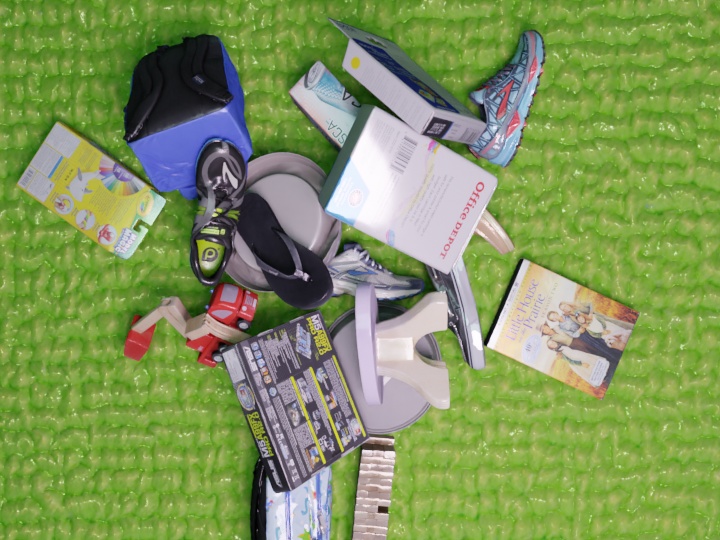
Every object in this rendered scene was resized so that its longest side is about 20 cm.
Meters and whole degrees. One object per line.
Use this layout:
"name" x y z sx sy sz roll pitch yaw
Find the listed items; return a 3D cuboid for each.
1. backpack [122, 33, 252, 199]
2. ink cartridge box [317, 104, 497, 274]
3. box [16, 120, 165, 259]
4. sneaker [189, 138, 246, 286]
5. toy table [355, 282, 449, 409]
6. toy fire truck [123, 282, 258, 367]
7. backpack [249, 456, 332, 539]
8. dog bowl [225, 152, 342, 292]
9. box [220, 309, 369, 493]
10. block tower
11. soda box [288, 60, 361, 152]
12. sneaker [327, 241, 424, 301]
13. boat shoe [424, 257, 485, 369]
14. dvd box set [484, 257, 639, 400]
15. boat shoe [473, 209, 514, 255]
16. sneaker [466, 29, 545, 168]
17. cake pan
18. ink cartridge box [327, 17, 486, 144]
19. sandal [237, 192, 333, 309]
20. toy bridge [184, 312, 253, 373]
"backpack" -0.239 -0.217 0.902 0.159 0.169 0.203 -16 54 -2
"ink cartridge box" 0.062 -0.107 0.858 0.197 0.085 0.147 26 99 -17
"box" -0.396 -0.116 0.962 0.198 0.048 0.118 36 90 1
"sneaker" -0.186 -0.071 0.844 0.069 0.083 0.204 4 113 -22
"toy table" 0.060 0.102 0.864 0.114 0.202 0.187 -2 55 5
"toy fire truck" -0.248 0.077 0.925 0.139 0.049 0.200 26 131 -20
"backpack" -0.102 0.349 0.928 0.151 0.163 0.204 -15 84 -8
"dog bowl" -0.115 -0.064 0.930 0.196 0.059 0.205 -4 77 17
"box" -0.086 0.174 0.883 0.044 0.159 0.204 -24 87 43
"block tower" 0.017 0.356 0.969 0.053 0.058 0.205 5 90 -1
"soda box" -0.015 -0.209 0.954 0.068 0.064 0.200 -44 92 1
"sneaker" 0.000 0.000 0.954 0.195 0.077 0.087 5 87 -1
"boat shoe" 0.137 0.053 0.964 0.069 0.072 0.204 -15 81 9
"dvd box set" 0.306 0.088 0.978 0.197 0.029 0.149 25 91 -1
"boat shoe" 0.143 -0.085 0.958 0.199 0.071 0.065 42 96 8
"sneaker" 0.210 -0.263 0.947 0.094 0.079 0.204 16 91 1
"cake pan" 0.029 0.151 0.974 0.195 0.037 0.205 0 92 0
"ink cartridge box" 0.061 -0.254 0.878 0.200 0.196 0.047 44 116 18
"sandal" -0.115 -0.025 0.867 0.076 0.043 0.200 -45 70 3
"toy bridge" -0.162 0.129 0.917 0.066 0.028 0.201 -21 130 19
